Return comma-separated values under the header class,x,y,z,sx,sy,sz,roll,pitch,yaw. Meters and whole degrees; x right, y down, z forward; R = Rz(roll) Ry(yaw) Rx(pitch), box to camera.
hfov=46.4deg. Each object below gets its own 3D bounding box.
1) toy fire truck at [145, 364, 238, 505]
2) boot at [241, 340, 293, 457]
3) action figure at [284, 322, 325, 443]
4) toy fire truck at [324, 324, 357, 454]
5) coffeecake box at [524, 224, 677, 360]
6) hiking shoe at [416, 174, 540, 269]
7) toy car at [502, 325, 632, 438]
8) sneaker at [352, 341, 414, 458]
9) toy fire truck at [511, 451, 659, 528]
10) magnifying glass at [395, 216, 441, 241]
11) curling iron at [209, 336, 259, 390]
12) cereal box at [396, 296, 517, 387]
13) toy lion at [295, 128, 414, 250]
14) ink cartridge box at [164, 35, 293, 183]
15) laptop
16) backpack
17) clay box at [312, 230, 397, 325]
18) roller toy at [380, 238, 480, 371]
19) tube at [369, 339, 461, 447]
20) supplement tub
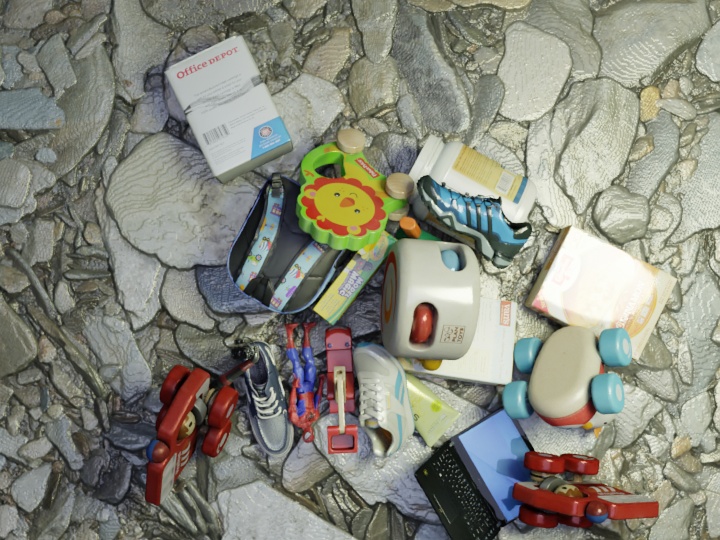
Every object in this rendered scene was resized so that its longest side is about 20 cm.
class,x,y,z,sx,sy,sz,roll,pitch,yaw
toy fire truck,-0.284,0.259,1.329,0.112,0.201,0.168,23,43,5
boot,-0.161,0.217,1.399,0.072,0.090,0.201,-16,87,-2
action figure,-0.094,0.189,1.417,0.065,0.052,0.202,-1,88,-41
toy fire truck,-0.033,0.190,1.377,0.048,0.141,0.202,-3,87,-1
coffeecake box,0.404,0.037,1.425,0.199,0.073,0.154,27,88,2
hiking shoe,0.176,-0.093,1.296,0.200,0.075,0.087,37,110,-14
toy car,0.365,0.212,1.373,0.200,0.183,0.177,52,44,-31
sneaker,0.032,0.210,1.369,0.076,0.081,0.201,-5,114,35
toy fire truck,0.353,0.362,1.342,0.199,0.168,0.113,10,86,-32
magnifying glass,0.089,-0.057,1.364,0.079,0.200,0.023,15,84,12
curling iron,-0.225,0.170,1.381,0.200,0.025,0.050,-45,65,38
cereal box,0.160,0.111,1.414,0.199,0.040,0.145,10,74,-6
toy lion,-0.026,-0.120,1.320,0.191,0.069,0.200,-27,59,-31
ink cartridge box,-0.221,-0.272,1.430,0.144,0.084,0.201,-26,87,-2
laptop,0.211,0.353,1.388,0.103,0.200,0.178,-33,86,36
backpack,-0.117,-0.033,1.392,0.182,0.135,0.201,29,86,1
clay box,0.000,0.000,1.402,0.048,0.115,0.200,39,88,1
roller toy,0.112,0.048,1.307,0.139,0.183,0.201,5,76,-7
tube,0.076,0.203,1.425,0.200,0.052,0.058,46,130,-2
supplement tub,0.175,-0.126,1.396,0.199,0.145,0.145,29,87,1
